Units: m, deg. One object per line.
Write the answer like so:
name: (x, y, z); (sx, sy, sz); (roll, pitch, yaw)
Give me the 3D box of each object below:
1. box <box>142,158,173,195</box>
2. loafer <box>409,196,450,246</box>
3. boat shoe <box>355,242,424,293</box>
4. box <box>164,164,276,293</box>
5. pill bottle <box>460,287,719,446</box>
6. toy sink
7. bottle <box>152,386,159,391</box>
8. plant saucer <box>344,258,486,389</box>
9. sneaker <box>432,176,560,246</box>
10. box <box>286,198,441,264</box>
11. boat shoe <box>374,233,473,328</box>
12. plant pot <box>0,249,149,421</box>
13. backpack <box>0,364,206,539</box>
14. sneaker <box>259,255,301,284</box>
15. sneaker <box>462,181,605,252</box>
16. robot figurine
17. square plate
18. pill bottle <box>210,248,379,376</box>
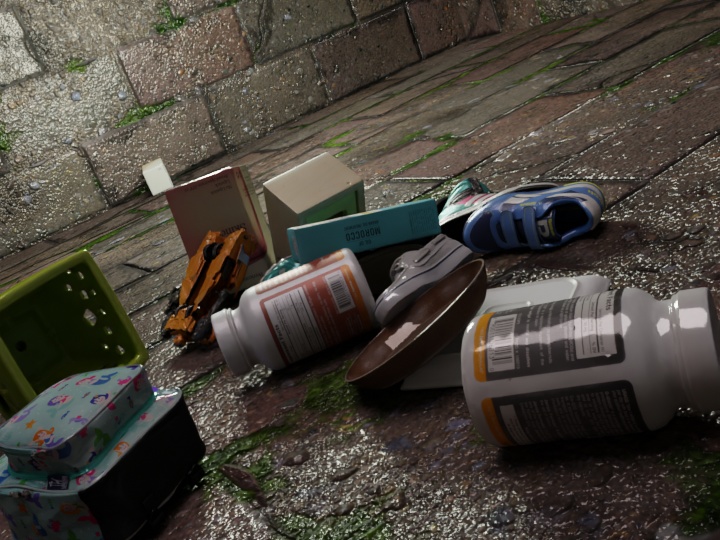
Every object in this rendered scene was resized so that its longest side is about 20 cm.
box: (-0.718, -0.332, 3.027); (0.077, 0.096, 0.200); (-25, 16, -8)
loafer: (0.079, -0.054, 1.319); (0.072, 0.073, 0.199); (-16, 7, 46)
boat shoe: (0.001, 0.002, 1.218); (0.198, 0.075, 0.066); (-29, 34, 8)
box: (-0.231, -0.065, 1.461); (0.127, 0.202, 0.109); (-18, 7, 8)
pill bottle: (0.192, 0.078, 0.706); (0.198, 0.117, 0.116); (-12, 20, 26)
toy sink: (-0.066, -0.064, 1.396); (0.130, 0.201, 0.112); (-29, 48, -25)
bottle: (-0.296, 0.178, 1.069); (0.199, 0.066, 0.083); (-6, 22, 41)
plant saucer: (0.067, 0.065, 0.935); (0.200, 0.035, 0.200); (-42, 4, 3)
sneaker: (0.204, -0.097, 1.274); (0.198, 0.084, 0.121); (-18, 27, 16)
box: (0.003, -0.054, 1.175); (0.198, 0.050, 0.082); (-13, 5, -11)
boat shoe: (0.069, 0.009, 1.100); (0.065, 0.074, 0.199); (38, 37, 18)
plant pot: (-0.474, 0.110, 1.279); (0.181, 0.201, 0.199); (-13, 19, 44)
backpack: (-0.289, 0.196, 0.893); (0.199, 0.152, 0.178); (-16, 19, 31)
sneaker: (-0.063, -0.004, 1.281); (0.199, 0.078, 0.080); (-28, -2, -17)
sneaker: (0.231, -0.066, 1.158); (0.198, 0.074, 0.082); (-16, 20, 20)
robot figurine: (-0.236, 0.031, 1.330); (0.144, 0.058, 0.201); (0, 62, 47)
square plate: (0.160, 0.061, 0.939); (0.197, 0.029, 0.200); (-10, 21, 31)
pill bottle: (-0.083, 0.058, 1.095); (0.198, 0.113, 0.112); (-23, 17, -3)
